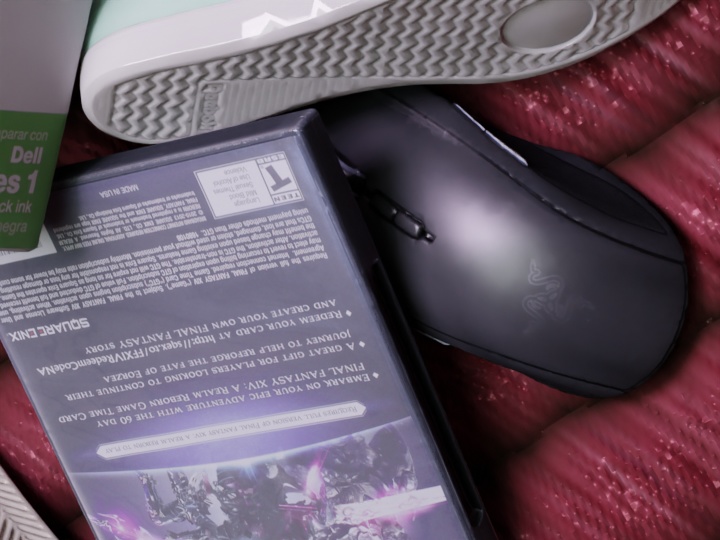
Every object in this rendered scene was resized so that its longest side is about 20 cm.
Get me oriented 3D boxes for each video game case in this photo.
[{"bbox_3d":[-0.039,0.051,0.947,0.143,0.019,0.200,-11,114,30],"label":"video game case"}]

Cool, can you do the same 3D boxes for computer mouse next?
[{"bbox_3d":[0.000,0.000,0.942,0.200,0.046,0.141,36,110,21],"label":"computer mouse"}]

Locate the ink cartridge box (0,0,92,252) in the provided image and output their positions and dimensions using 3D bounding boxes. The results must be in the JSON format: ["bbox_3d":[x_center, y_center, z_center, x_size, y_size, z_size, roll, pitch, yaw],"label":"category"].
[{"bbox_3d":[-0.152,-0.122,0.905,0.146,0.084,0.200,24,104,39],"label":"ink cartridge box"}]

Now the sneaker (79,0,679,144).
[{"bbox_3d":[0.005,-0.118,0.911,0.200,0.074,0.118,-11,61,10],"label":"sneaker"}]

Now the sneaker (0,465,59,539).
[{"bbox_3d":[-0.137,0.133,1.009,0.200,0.075,0.085,51,125,42],"label":"sneaker"}]
